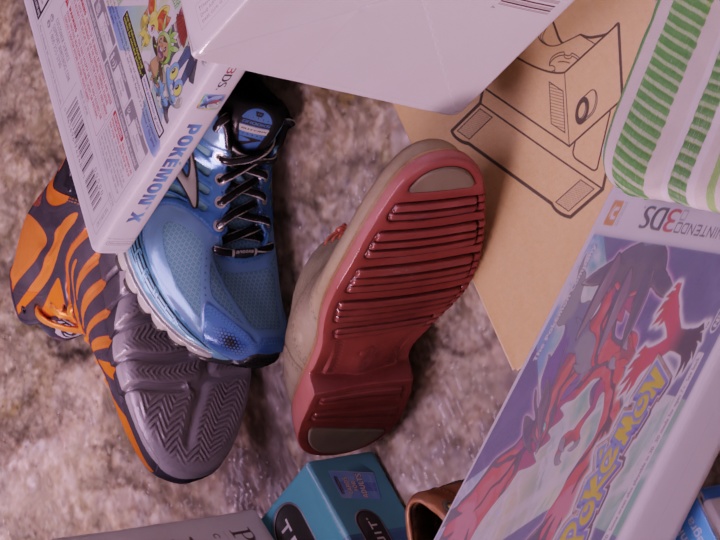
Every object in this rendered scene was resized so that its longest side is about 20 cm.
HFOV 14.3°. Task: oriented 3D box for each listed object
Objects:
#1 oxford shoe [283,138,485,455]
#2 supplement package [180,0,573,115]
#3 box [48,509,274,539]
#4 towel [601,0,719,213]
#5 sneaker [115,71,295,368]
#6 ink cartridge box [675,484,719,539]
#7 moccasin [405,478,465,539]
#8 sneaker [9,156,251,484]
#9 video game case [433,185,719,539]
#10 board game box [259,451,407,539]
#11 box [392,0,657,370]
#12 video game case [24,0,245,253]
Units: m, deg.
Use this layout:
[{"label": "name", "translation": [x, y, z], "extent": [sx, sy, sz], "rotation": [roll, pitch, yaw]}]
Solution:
[{"label": "oxford shoe", "translation": [0.000, 0.000, 1.319], "extent": [0.200, 0.070, 0.075], "rotation": [-64, 38, 44]}, {"label": "supplement package", "translation": [0.019, -0.210, 1.210], "extent": [0.191, 0.147, 0.201], "rotation": [-42, 50, 41]}, {"label": "box", "translation": [-0.092, 0.254, 1.344], "extent": [0.199, 0.130, 0.200], "rotation": [54, 129, 29]}, {"label": "towel", "translation": [0.150, -0.094, 1.097], "extent": [0.153, 0.023, 0.200], "rotation": [-68, 14, -1]}, {"label": "sneaker", "translation": [-0.074, -0.050, 1.409], "extent": [0.090, 0.078, 0.201], "rotation": [-27, 74, 42]}, {"label": "ink cartridge box", "translation": [0.140, 0.163, 1.139], "extent": [0.200, 0.146, 0.086], "rotation": [-46, 62, 39]}, {"label": "moccasin", "translation": [0.071, 0.189, 1.268], "extent": [0.074, 0.077, 0.202], "rotation": [-28, 73, 45]}, {"label": "sneaker", "translation": [-0.122, 0.030, 1.479], "extent": [0.112, 0.077, 0.201], "rotation": [-40, 54, 46]}, {"label": "video game case", "translation": [0.095, 0.059, 1.121], "extent": [0.201, 0.023, 0.182], "rotation": [-63, 16, -4]}, {"label": "board game box", "translation": [-0.025, 0.210, 1.399], "extent": [0.200, 0.047, 0.151], "rotation": [-52, 57, 37]}, {"label": "box", "translation": [0.083, -0.082, 1.272], "extent": [0.163, 0.021, 0.201], "rotation": [-43, 62, 40]}, {"label": "video game case", "translation": [-0.110, -0.141, 1.370], "extent": [0.182, 0.022, 0.201], "rotation": [-52, 46, 46]}]
